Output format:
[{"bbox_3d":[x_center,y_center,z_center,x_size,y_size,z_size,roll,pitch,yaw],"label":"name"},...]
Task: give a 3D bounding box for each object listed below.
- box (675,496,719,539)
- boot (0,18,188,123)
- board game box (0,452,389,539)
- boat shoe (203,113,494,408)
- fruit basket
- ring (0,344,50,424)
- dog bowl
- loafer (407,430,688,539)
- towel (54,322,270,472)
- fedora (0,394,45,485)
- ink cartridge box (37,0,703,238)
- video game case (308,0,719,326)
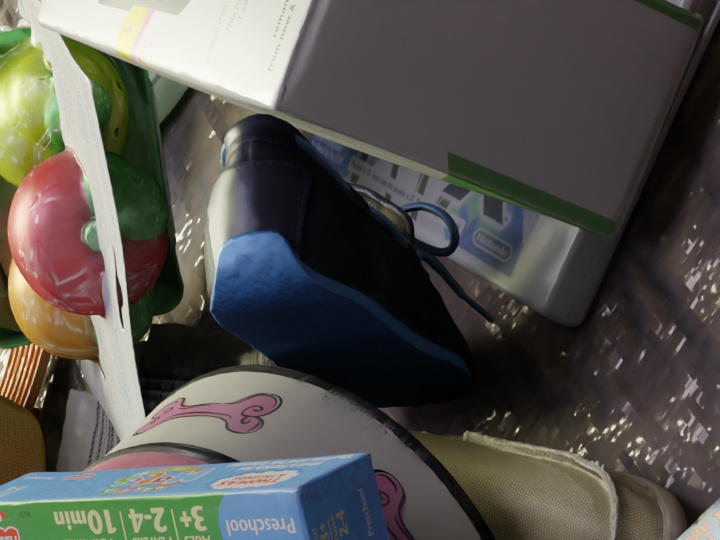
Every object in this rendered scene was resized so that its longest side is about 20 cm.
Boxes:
[{"bbox_3d":[0.173,0.072,0.693,0.200,0.038,0.137,-49,37,30],"label":"box"},{"bbox_3d":[-0.147,-0.091,1.206,0.200,0.095,0.074,-53,36,10],"label":"boot"},{"bbox_3d":[-0.038,0.158,0.785,0.151,0.037,0.201,-7,100,43],"label":"board game box"},{"bbox_3d":[0.000,0.000,0.884,0.200,0.084,0.069,65,-160,-72],"label":"boat shoe"},{"bbox_3d":[-0.106,-0.022,1.045,0.200,0.093,0.186,-139,37,-61],"label":"fruit basket"},{"bbox_3d":[-0.198,0.047,1.296,0.200,0.019,0.201,-34,45,43],"label":"ring"},{"bbox_3d":[-0.038,0.137,0.854,0.200,0.074,0.201,16,116,38],"label":"dog bowl"},{"bbox_3d":[0.030,0.092,0.872,0.200,0.068,0.076,0,73,57],"label":"loafer"},{"bbox_3d":[-0.080,0.119,1.060,0.192,0.034,0.201,0,72,57],"label":"towel"},{"bbox_3d":[-0.189,0.102,1.156,0.200,0.082,0.201,-174,90,-67],"label":"fedora"},{"bbox_3d":[-0.003,-0.088,0.910,0.200,0.145,0.088,27,96,57],"label":"ink cartridge box"},{"bbox_3d":[0.061,-0.093,0.973,0.200,0.022,0.183,34,101,58],"label":"video game case"}]
